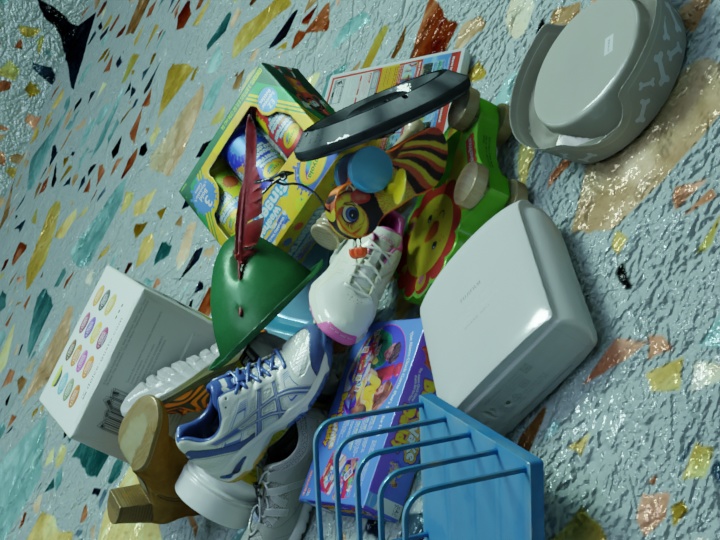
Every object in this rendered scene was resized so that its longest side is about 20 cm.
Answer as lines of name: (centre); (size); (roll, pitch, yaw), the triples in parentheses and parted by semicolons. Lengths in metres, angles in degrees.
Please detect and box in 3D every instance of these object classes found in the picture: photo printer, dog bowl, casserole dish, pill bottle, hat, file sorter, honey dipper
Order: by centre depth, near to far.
file sorter: (0.052, 0.204, 1.155); (0.200, 0.122, 0.140); (-155, 60, -64)
photo printer: (0.130, 0.039, 1.290); (0.166, 0.069, 0.201); (-48, 30, 28)
dog bowl: (0.231, -0.193, 1.342); (0.200, 0.058, 0.201); (-42, 33, 36)
hat: (-0.151, -0.020, 1.526); (0.200, 0.176, 0.166); (-45, 5, -25)
honey dipper: (0.013, -0.103, 1.555); (0.038, 0.038, 0.200); (-19, 29, 55)
pill bottle: (-0.119, 0.181, 1.560); (0.201, 0.114, 0.114); (-60, 26, 5)
casserole dish: (-0.076, -0.013, 1.673); (0.121, 0.039, 0.202); (11, 97, 37)

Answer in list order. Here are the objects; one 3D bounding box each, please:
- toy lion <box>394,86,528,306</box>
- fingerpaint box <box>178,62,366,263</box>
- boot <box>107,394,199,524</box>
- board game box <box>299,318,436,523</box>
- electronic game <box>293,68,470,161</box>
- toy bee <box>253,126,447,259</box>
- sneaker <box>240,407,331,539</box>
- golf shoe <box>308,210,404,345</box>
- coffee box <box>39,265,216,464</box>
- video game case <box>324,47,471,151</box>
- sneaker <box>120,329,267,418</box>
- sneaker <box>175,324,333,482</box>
toy lion: (0.095, -0.066, 1.478); (0.192, 0.068, 0.201); (-51, 27, 38)
fingerpaint box: (-0.102, -0.111, 1.625); (0.167, 0.073, 0.200); (50, 118, 27)
boot: (-0.210, 0.216, 1.624); (0.071, 0.143, 0.202); (53, 134, 39)
board game box: (0.018, 0.150, 1.415); (0.134, 0.045, 0.201); (-8, 58, 59)
electronic game: (0.022, -0.160, 1.455); (0.199, 0.042, 0.200); (-22, 11, 5)
toy bee: (0.004, -0.072, 1.441); (0.199, 0.109, 0.131); (-17, 4, 4)
sneaker: (-0.089, 0.229, 1.494); (0.201, 0.082, 0.075); (-61, 26, 2)
golf shoe: (0.000, 0.000, 1.470); (0.092, 0.075, 0.200); (-54, 11, 31)
coffee box: (-0.260, 0.137, 1.761); (0.201, 0.199, 0.198); (-63, 25, -3)
video game case: (0.032, -0.189, 1.667); (0.199, 0.017, 0.144); (-6, 57, 35)
sneaker: (-0.178, 0.157, 1.648); (0.199, 0.113, 0.078); (-26, 21, -14)
sneaker: (-0.111, 0.130, 1.447); (0.200, 0.088, 0.075); (-52, 30, 5)
